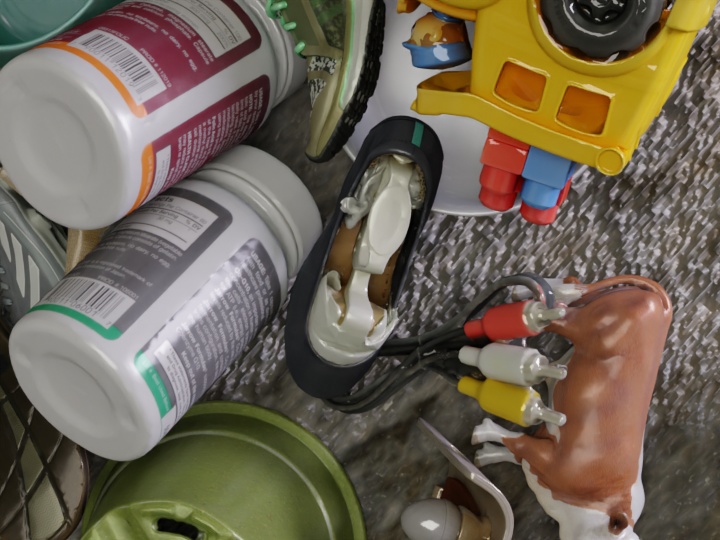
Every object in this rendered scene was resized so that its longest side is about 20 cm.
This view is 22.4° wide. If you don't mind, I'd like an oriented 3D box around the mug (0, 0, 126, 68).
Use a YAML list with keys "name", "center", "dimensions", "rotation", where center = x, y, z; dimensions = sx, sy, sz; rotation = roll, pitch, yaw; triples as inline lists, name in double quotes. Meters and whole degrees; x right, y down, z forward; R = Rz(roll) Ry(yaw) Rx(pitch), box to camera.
- name: "mug"
  center: [-0.198, -0.213, 1.186]
  dimensions: [0.185, 0.114, 0.152]
  rotation: [-28, 80, 6]

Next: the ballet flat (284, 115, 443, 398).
- name: "ballet flat"
  center: [0.000, 0.000, 1.137]
  dimensions: [0.073, 0.073, 0.200]
  rotation: [23, 108, 6]

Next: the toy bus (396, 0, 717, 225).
- name: "toy bus"
  center: [0.093, -0.129, 1.095]
  dimensions: [0.200, 0.136, 0.192]
  rotation: [23, 110, 8]

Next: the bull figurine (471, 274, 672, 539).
- name: "bull figurine"
  center: [0.139, 0.097, 1.180]
  dimensions: [0.121, 0.065, 0.201]
  rotation: [13, 88, 13]

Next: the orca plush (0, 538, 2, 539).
- name: "orca plush"
  center: [-0.282, 0.157, 1.249]
  dimensions: [0.105, 0.071, 0.200]
  rotation: [33, 103, -39]

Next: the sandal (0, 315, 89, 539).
- name: "sandal"
  center: [-0.230, 0.092, 1.181]
  dimensions: [0.082, 0.055, 0.200]
  rotation: [-41, 64, 6]

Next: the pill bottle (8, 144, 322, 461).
- name: "pill bottle"
  center: [-0.116, 0.015, 1.142]
  dimensions: [0.113, 0.113, 0.200]
  rotation: [40, 54, 4]

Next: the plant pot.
- name: "plant pot"
  center: [-0.107, 0.191, 1.152]
  dimensions: [0.199, 0.190, 0.201]
  rotation: [0, 92, 8]

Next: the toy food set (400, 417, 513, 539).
- name: "toy food set"
  center: [0.027, 0.204, 1.153]
  dimensions: [0.060, 0.144, 0.200]
  rotation: [19, 94, -14]

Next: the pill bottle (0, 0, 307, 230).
- name: "pill bottle"
  center: [-0.125, -0.115, 1.133]
  dimensions: [0.114, 0.200, 0.114]
  rotation: [19, 126, 28]

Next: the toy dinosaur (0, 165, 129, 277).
- name: "toy dinosaur"
  center: [-0.177, -0.062, 1.178]
  dimensions: [0.101, 0.058, 0.200]
  rotation: [26, 70, -17]

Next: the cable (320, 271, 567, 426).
- name: "cable"
  center: [0.050, 0.049, 1.161]
  dimensions: [0.200, 0.050, 0.097]
  rotation: [-1, 84, 33]

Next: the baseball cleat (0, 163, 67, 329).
- name: "baseball cleat"
  center: [-0.226, 0.013, 1.222]
  dimensions: [0.106, 0.070, 0.200]
  rotation: [-39, 86, 6]

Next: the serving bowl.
- name: "serving bowl"
  center: [0.075, -0.135, 1.183]
  dimensions: [0.199, 0.066, 0.201]
  rotation: [0, 92, 8]

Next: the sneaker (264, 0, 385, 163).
- name: "sneaker"
  center: [-0.030, -0.166, 1.128]
  dimensions: [0.088, 0.077, 0.201]
  rotation: [5, 84, 8]
